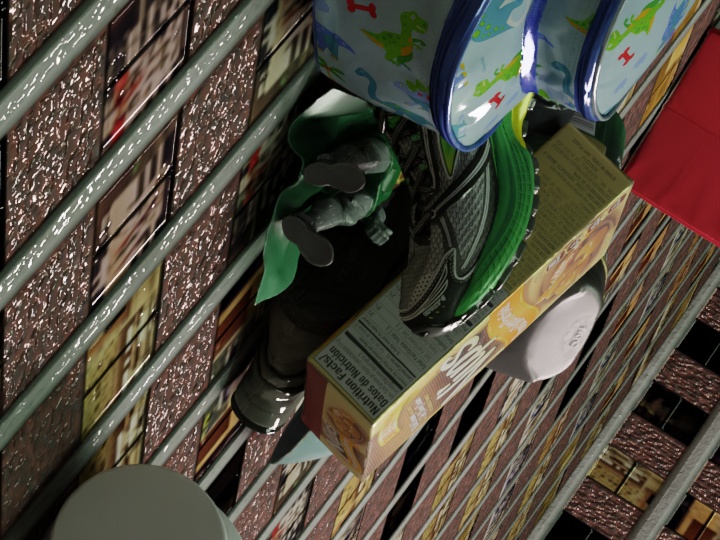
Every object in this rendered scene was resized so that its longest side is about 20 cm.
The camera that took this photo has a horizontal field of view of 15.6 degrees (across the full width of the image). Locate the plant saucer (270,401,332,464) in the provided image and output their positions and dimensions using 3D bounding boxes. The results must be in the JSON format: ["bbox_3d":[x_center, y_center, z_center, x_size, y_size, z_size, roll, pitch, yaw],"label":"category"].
[{"bbox_3d":[0.020,0.047,1.598,0.201,0.039,0.201,-52,-175,6],"label":"plant saucer"}]

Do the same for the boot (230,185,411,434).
[{"bbox_3d":[0.000,0.000,1.499,0.200,0.068,0.131,-42,168,-37],"label":"boot"}]

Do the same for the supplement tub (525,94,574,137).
[{"bbox_3d":[0.123,-0.172,1.414,0.200,0.107,0.107,-63,167,23],"label":"supplement tub"}]

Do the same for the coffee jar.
[{"bbox_3d":[0.117,-0.024,1.691,0.200,0.085,0.104,-75,-173,-51],"label":"coffee jar"}]

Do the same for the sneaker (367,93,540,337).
[{"bbox_3d":[0.036,-0.063,1.287,0.078,0.085,0.200,-26,-125,57],"label":"sneaker"}]

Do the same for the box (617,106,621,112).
[{"bbox_3d":[0.134,-0.080,1.877,0.200,0.039,0.137,-63,168,23],"label":"box"}]

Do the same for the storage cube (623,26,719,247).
[{"bbox_3d":[0.366,-0.105,2.440,0.171,0.180,0.200,-59,168,7],"label":"storage cube"}]

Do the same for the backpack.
[{"bbox_3d":[0.077,-0.151,1.178,0.200,0.147,0.183,-52,165,-14],"label":"backpack"}]

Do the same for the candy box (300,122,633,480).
[{"bbox_3d":[0.056,0.018,1.446,0.200,0.055,0.115,-43,167,-15],"label":"candy box"}]

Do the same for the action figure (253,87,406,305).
[{"bbox_3d":[0.005,-0.054,1.377,0.118,0.055,0.200,-65,171,20],"label":"action figure"}]

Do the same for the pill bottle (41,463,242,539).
[{"bbox_3d":[-0.110,0.173,1.328,0.112,0.112,0.200,-53,167,-23],"label":"pill bottle"}]
